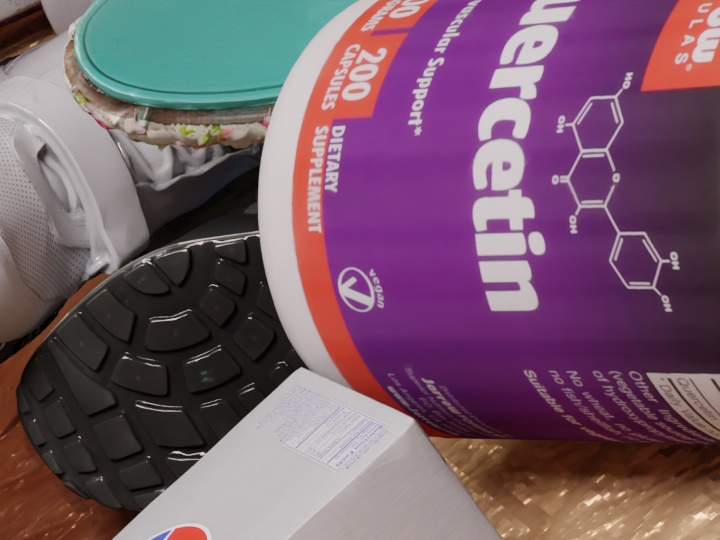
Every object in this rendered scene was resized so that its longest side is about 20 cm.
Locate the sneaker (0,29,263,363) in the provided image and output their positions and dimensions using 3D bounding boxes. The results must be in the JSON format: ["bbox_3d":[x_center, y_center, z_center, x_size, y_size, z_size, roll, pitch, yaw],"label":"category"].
[{"bbox_3d":[-0.069,-0.041,0.839,0.115,0.075,0.200,-29,9,14],"label":"sneaker"}]

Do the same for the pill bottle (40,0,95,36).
[{"bbox_3d":[-0.045,-0.149,1.068,0.113,0.113,0.200,-25,27,21],"label":"pill bottle"}]

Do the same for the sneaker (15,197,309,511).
[{"bbox_3d":[0.000,0.000,0.823,0.200,0.076,0.088,-29,9,7],"label":"sneaker"}]

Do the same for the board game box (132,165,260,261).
[{"bbox_3d":[0.016,-0.059,0.925,0.200,0.034,0.135,-33,25,5],"label":"board game box"}]

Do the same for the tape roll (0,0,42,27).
[{"bbox_3d":[-0.179,-0.120,1.152,0.200,0.066,0.200,-22,2,1],"label":"tape roll"}]

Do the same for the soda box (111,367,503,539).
[{"bbox_3d":[-0.054,0.115,0.663,0.200,0.068,0.063,-41,23,-15],"label":"soda box"}]

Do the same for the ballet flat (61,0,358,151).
[{"bbox_3d":[0.014,-0.074,0.804,0.200,0.064,0.076,-26,62,-15],"label":"ballet flat"}]

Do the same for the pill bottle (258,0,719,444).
[{"bbox_3d":[0.079,-0.017,0.670,0.200,0.113,0.113,-2,40,44],"label":"pill bottle"}]
